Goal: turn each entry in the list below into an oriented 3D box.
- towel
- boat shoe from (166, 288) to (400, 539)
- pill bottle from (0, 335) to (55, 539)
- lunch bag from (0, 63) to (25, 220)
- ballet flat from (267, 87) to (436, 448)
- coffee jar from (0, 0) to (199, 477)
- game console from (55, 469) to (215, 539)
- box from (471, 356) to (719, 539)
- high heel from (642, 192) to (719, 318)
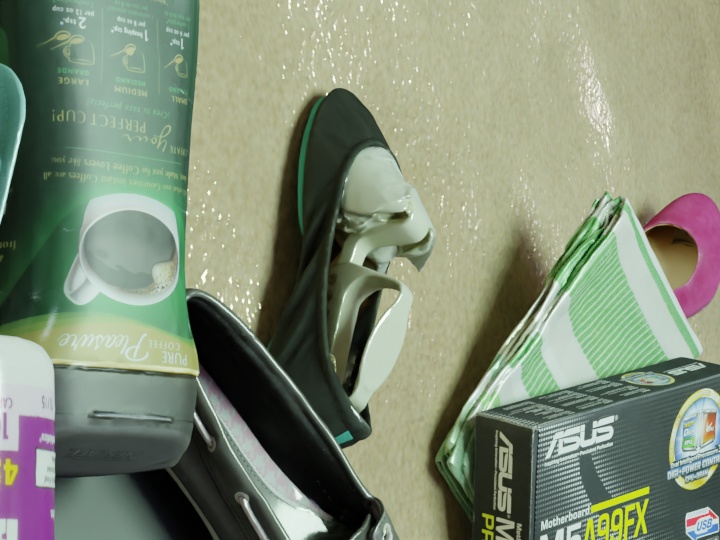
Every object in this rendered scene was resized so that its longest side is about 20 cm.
[{"bbox_3d":[0.125,0.075,1.265,0.201,0.023,0.153,-55,135,-24],"label":"towel"},{"bbox_3d":[-0.029,0.094,0.904,0.200,0.057,0.067,50,43,1],"label":"boat shoe"},{"bbox_3d":[-0.159,0.124,0.735,0.112,0.112,0.202,10,77,-59],"label":"pill bottle"},{"bbox_3d":[-0.194,-0.056,0.639,0.122,0.169,0.202,-31,113,-49],"label":"lunch bag"},{"bbox_3d":[0.000,0.000,1.070,0.068,0.068,0.201,41,52,-50],"label":"ballet flat"},{"bbox_3d":[-0.115,-0.021,0.851,0.104,0.085,0.202,8,78,-47],"label":"coffee jar"},{"bbox_3d":[-0.108,0.166,0.912,0.200,0.116,0.177,-58,164,-45],"label":"game console"},{"bbox_3d":[0.141,0.145,1.250,0.199,0.044,0.162,-10,106,-47],"label":"box"},{"bbox_3d":[0.177,-0.004,1.381,0.200,0.067,0.096,-51,141,-33],"label":"high heel"}]
